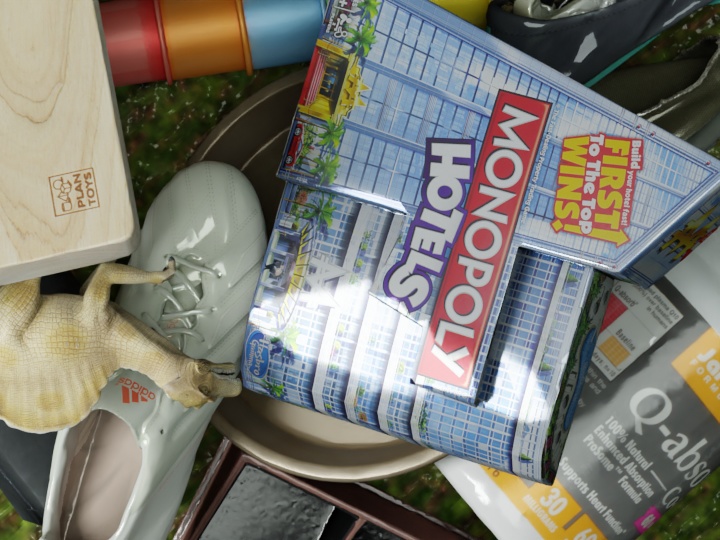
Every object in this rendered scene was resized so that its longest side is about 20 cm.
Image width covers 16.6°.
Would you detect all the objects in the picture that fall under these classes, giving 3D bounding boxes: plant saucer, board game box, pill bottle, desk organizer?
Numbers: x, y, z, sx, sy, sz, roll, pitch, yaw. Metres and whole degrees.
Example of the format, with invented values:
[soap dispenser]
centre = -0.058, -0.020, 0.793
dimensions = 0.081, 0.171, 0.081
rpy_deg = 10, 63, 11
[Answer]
[plant saucer]
centre = 0.000, 0.000, 1.153
dimensions = 0.199, 0.029, 0.201
rpy_deg = -3, 80, 18
[board game box]
centre = 0.061, -0.016, 1.086
dimensions = 0.199, 0.062, 0.201
rpy_deg = 16, 88, 19
[pill bottle]
centre = 0.132, 0.051, 1.179
dimensions = 0.200, 0.116, 0.116
rpy_deg = -41, 98, 0
[desk organizer]
centre = 0.013, 0.153, 1.198
dimensions = 0.199, 0.077, 0.072
rpy_deg = 27, 93, -8

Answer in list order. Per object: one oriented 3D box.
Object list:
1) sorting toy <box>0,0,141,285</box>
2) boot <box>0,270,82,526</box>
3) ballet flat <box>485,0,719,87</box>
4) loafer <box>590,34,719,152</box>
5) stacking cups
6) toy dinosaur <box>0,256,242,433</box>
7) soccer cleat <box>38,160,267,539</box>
[sorting toy]
centre = -0.201, -0.072, 1.032
dimensions = 0.198, 0.070, 0.201
rpy_deg = -13, 71, 1
[boot]
centre = -0.142, 0.002, 1.152
dimensions = 0.165, 0.066, 0.200
rpy_deg = -40, 116, -14
[ballet flat]
centre = 0.139, -0.145, 1.163
dimensions = 0.200, 0.073, 0.073
rpy_deg = -31, 98, -16
[loafer]
centre = 0.098, -0.064, 1.183
dimensions = 0.199, 0.075, 0.070
rpy_deg = -29, 102, -2
[stacking cups]
centre = -0.036, -0.117, 1.174
dimensions = 0.199, 0.061, 0.061
rpy_deg = -12, 97, -3
[toy dinosaur]
centre = -0.150, 0.022, 1.060
dimensions = 0.199, 0.058, 0.102
rpy_deg = -1, 70, -5
[soccer cleat]
centre = -0.093, 0.045, 1.117
dimensions = 0.069, 0.078, 0.201
rpy_deg = 16, 87, 19
